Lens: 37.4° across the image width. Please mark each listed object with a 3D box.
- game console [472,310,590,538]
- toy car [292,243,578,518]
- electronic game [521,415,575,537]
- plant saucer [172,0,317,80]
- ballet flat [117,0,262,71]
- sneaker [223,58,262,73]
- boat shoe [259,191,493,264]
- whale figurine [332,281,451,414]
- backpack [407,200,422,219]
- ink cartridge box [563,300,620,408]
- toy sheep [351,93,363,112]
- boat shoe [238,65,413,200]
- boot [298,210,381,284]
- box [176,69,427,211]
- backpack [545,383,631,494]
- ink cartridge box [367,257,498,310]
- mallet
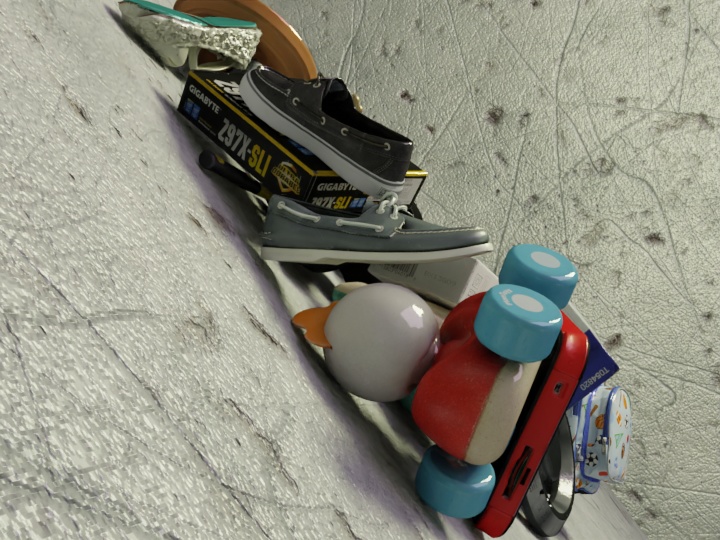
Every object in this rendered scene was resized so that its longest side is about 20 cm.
[{"bbox_3d":[0.151,0.135,0.992,0.031,0.200,0.177,24,9,-1],"label":"game console"},{"bbox_3d":[0.046,0.059,0.861,0.200,0.184,0.177,23,27,9],"label":"toy car"},{"bbox_3d":[0.217,0.219,1.284,0.200,0.042,0.200,35,50,-57],"label":"electronic game"},{"bbox_3d":[-0.148,-0.271,1.320,0.200,0.032,0.200,25,-25,12],"label":"plant saucer"},{"bbox_3d":[-0.182,-0.250,1.161,0.200,0.072,0.072,-5,54,-54],"label":"ballet flat"},{"bbox_3d":[-0.122,-0.167,1.241,0.116,0.075,0.200,60,7,-28],"label":"sneaker"},{"bbox_3d":[0.011,-0.036,0.891,0.073,0.200,0.062,6,84,-74],"label":"boat shoe"},{"bbox_3d":[0.053,0.081,1.004,0.200,0.104,0.159,31,-8,-37],"label":"whale figurine"},{"bbox_3d":[0.007,-0.075,1.338,0.167,0.127,0.200,64,9,11],"label":"backpack"},{"bbox_3d":[0.208,0.111,1.419,0.200,0.200,0.041,55,8,33],"label":"ink cartridge box"},{"bbox_3d":[-0.034,-0.157,1.462,0.200,0.138,0.138,63,8,9],"label":"toy sheep"},{"bbox_3d":[-0.029,-0.141,0.954,0.070,0.066,0.200,-6,40,-48],"label":"boat shoe"},{"bbox_3d":[-0.001,0.000,1.087,0.198,0.073,0.163,-68,143,-61],"label":"boot"},{"bbox_3d":[-0.058,-0.127,1.036,0.160,0.049,0.200,-8,40,-47],"label":"box"},{"bbox_3d":[0.293,0.211,1.465,0.200,0.154,0.191,38,50,-67],"label":"backpack"},{"bbox_3d":[0.104,0.028,1.071,0.109,0.050,0.200,21,-7,35],"label":"ink cartridge box"},{"bbox_3d":[-0.105,-0.087,1.048,0.066,0.041,0.200,58,13,30],"label":"mallet"}]
